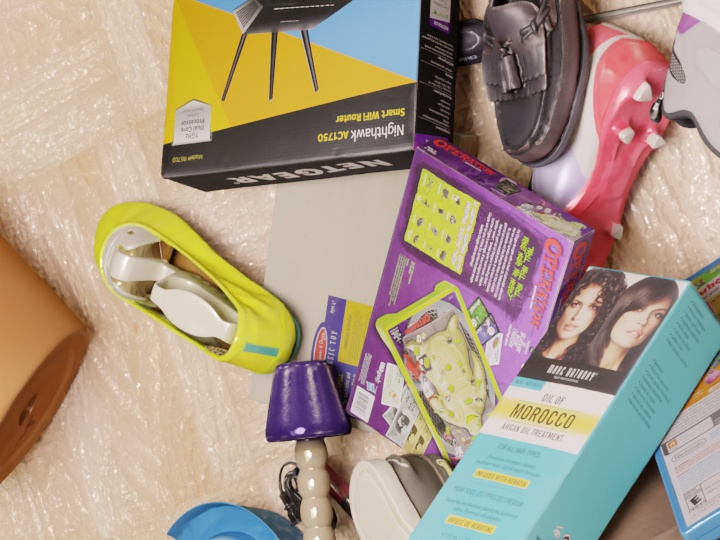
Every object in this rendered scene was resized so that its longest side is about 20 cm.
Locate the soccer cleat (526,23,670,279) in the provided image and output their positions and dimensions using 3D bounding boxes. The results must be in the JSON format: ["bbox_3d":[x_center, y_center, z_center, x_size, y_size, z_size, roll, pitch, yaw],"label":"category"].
[{"bbox_3d":[0.126,-0.053,1.589,0.077,0.066,0.201,50,121,45],"label":"soccer cleat"}]

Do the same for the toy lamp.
[{"bbox_3d":[-0.028,0.158,1.657,0.058,0.058,0.202,-7,85,31],"label":"toy lamp"}]

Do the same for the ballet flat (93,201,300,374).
[{"bbox_3d":[-0.123,0.008,1.715,0.199,0.067,0.067,32,111,36],"label":"ballet flat"}]

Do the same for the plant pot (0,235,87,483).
[{"bbox_3d":[-0.277,0.058,1.770,0.139,0.200,0.201,31,109,8],"label":"plant pot"}]

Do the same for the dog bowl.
[{"bbox_3d":[-0.103,0.238,1.748,0.112,0.049,0.200,47,114,19],"label":"dog bowl"}]

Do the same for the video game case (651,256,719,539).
[{"bbox_3d":[0.221,0.054,1.462,0.143,0.201,0.018,-34,121,14],"label":"video game case"}]

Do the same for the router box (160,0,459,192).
[{"bbox_3d":[-0.031,-0.134,1.650,0.199,0.051,0.151,-5,77,36],"label":"router box"}]

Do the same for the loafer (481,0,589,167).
[{"bbox_3d":[0.096,-0.164,1.564,0.072,0.063,0.202,-8,72,49],"label":"loafer"}]

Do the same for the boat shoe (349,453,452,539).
[{"bbox_3d":[0.060,0.196,1.561,0.203,0.060,0.072,64,147,26],"label":"boat shoe"}]

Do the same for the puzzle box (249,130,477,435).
[{"bbox_3d":[0.000,0.000,1.683,0.132,0.025,0.202,14,101,29],"label":"puzzle box"}]

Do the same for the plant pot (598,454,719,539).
[{"bbox_3d":[0.157,0.170,1.523,0.201,0.199,0.175,-53,51,22],"label":"plant pot"}]

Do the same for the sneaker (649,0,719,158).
[{"bbox_3d":[0.257,-0.081,1.485,0.199,0.078,0.141,24,96,31],"label":"sneaker"}]

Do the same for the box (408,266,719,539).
[{"bbox_3d":[0.117,0.092,1.461,0.082,0.049,0.201,8,56,48],"label":"box"}]

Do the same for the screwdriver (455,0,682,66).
[{"bbox_3d":[0.116,-0.146,1.609,0.199,0.028,0.029,-4,121,25],"label":"screwdriver"}]

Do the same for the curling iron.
[{"bbox_3d":[0.025,0.189,1.684,0.200,0.026,0.050,38,132,18],"label":"curling iron"}]

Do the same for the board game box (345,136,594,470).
[{"bbox_3d":[0.063,0.033,1.585,0.120,0.032,0.201,35,128,28],"label":"board game box"}]
